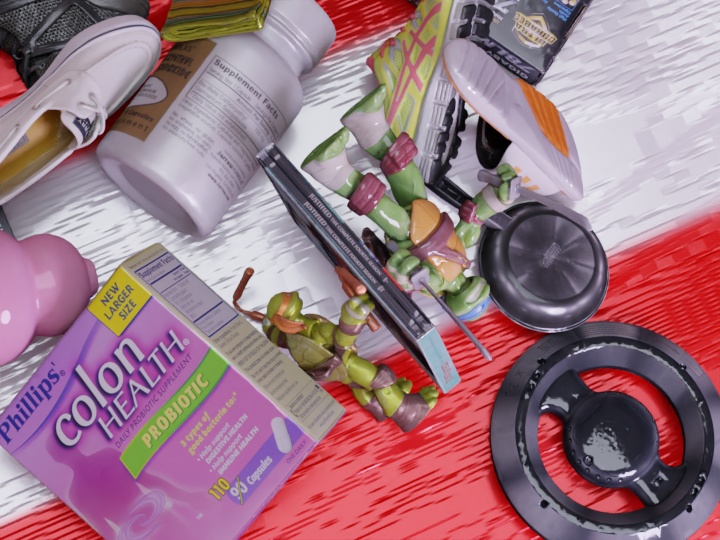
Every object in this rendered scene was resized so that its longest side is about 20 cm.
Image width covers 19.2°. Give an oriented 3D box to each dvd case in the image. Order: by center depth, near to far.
[{"bbox_3d":[0.000,0.000,1.651,0.022,0.146,0.200,-39,69,-4],"label":"dvd case"}]

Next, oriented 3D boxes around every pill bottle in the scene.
[{"bbox_3d":[-0.111,-0.137,1.705,0.114,0.114,0.201,36,75,1],"label":"pill bottle"}]

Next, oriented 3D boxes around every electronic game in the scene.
[{"bbox_3d":[0.203,0.137,1.727,0.198,0.042,0.202,1,71,-4],"label":"electronic game"}]

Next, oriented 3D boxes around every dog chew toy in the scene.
[{"bbox_3d":[-0.296,0.022,1.602,0.199,0.125,0.125,-10,80,-18],"label":"dog chew toy"}]

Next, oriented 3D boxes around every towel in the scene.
[{"bbox_3d":[-0.103,-0.259,1.719,0.085,0.018,0.201,-5,46,17],"label":"towel"}]

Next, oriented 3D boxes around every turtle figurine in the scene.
[{"bbox_3d":[0.062,-0.051,1.654,0.144,0.200,0.194,-44,100,-7],"label":"turtle figurine"},{"bbox_3d":[-0.016,0.063,1.655,0.161,0.200,0.065,40,65,-22],"label":"turtle figurine"}]

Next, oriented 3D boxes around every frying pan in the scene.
[{"bbox_3d":[0.134,-0.038,1.762,0.114,0.031,0.191,-26,78,-22],"label":"frying pan"}]

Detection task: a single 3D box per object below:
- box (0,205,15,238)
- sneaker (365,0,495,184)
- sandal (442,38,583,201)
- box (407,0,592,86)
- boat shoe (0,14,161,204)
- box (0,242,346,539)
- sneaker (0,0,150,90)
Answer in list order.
[{"bbox_3d":[-0.364,-0.038,1.683,0.160,0.049,0.201,-22,84,-10],"label":"box"},{"bbox_3d":[0.048,-0.178,1.737,0.090,0.078,0.201,17,96,20],"label":"sneaker"},{"bbox_3d":[0.112,-0.119,1.728,0.059,0.206,0.080,-25,49,27],"label":"sandal"},{"bbox_3d":[0.122,-0.293,1.804,0.199,0.050,0.199,33,78,1],"label":"box"},{"bbox_3d":[-0.227,-0.120,1.652,0.200,0.071,0.070,-37,43,-15],"label":"boat shoe"},{"bbox_3d":[-0.146,0.115,1.620,0.200,0.097,0.176,42,106,3],"label":"box"},{"bbox_3d":[-0.276,-0.190,1.713,0.198,0.076,0.115,14,70,-10],"label":"sneaker"}]
